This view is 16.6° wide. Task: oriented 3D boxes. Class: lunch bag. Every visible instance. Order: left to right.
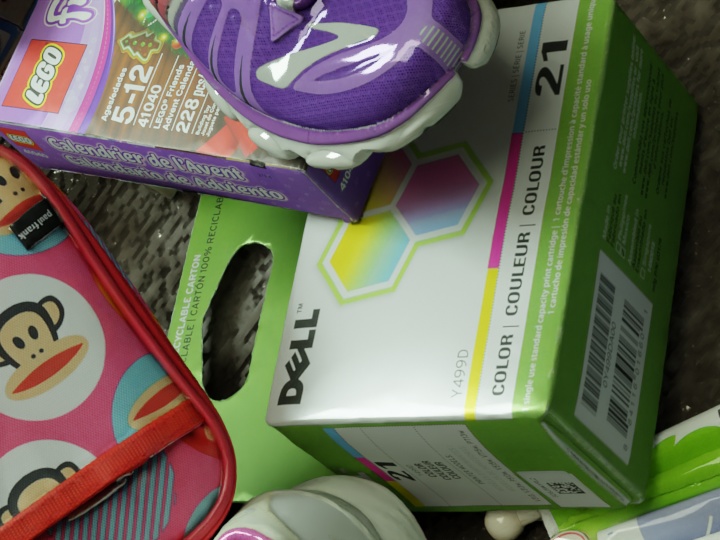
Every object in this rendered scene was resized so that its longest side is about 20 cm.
[{"bbox_3d":[-0.142,0.077,0.755,0.200,0.082,0.176,-36,91,-9],"label":"lunch bag"}]

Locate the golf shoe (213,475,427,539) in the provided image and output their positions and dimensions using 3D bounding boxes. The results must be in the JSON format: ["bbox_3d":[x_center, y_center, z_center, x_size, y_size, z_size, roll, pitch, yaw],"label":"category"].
[{"bbox_3d":[0.008,0.156,0.736,0.075,0.091,0.200,-34,73,16],"label":"golf shoe"}]

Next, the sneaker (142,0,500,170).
[{"bbox_3d":[-0.045,-0.101,0.747,0.200,0.083,0.081,35,83,32],"label":"sneaker"}]

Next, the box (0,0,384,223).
[{"bbox_3d":[-0.029,-0.120,0.830,0.136,0.039,0.201,10,69,34],"label":"box"}]

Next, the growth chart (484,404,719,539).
[{"bbox_3d":[0.128,0.123,0.734,0.144,0.018,0.200,-32,55,17],"label":"growth chart"}]

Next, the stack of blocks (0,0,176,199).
[{"bbox_3d":[-0.058,-0.133,0.928,0.115,0.059,0.200,27,86,36],"label":"stack of blocks"}]

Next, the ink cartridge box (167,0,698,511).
[{"bbox_3d":[0.000,0.000,0.819,0.199,0.076,0.148,-4,62,31],"label":"ink cartridge box"}]
